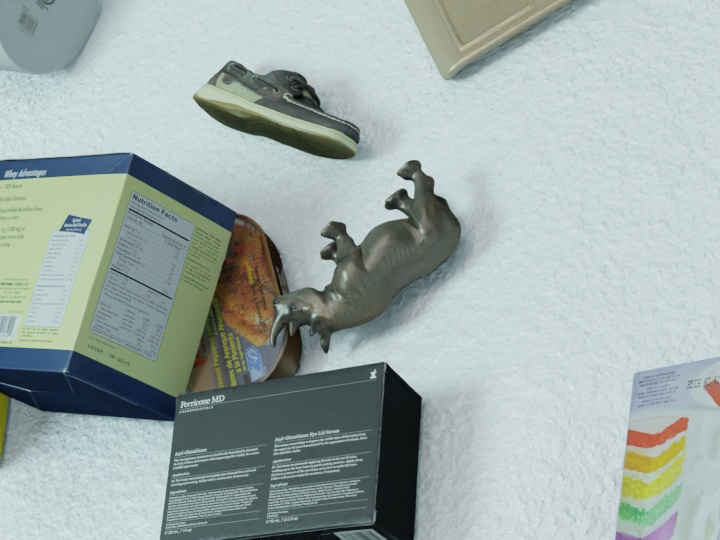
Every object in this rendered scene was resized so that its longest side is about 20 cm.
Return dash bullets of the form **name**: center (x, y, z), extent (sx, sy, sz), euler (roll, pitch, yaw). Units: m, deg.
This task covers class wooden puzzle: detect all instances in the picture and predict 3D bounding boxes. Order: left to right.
- **wooden puzzle**: center (0.131, -0.288, 1.714), extent (0.200, 0.037, 0.185), euler (-34, 51, 14)

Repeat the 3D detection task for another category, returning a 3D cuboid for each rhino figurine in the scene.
- **rhino figurine**: center (0.000, 0.000, 1.584), extent (0.200, 0.060, 0.087), euler (-39, 65, -4)

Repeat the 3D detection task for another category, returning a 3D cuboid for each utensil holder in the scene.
- **utensil holder**: center (-0.399, -0.297, 1.937), extent (0.200, 0.170, 0.170), euler (13, 69, 32)

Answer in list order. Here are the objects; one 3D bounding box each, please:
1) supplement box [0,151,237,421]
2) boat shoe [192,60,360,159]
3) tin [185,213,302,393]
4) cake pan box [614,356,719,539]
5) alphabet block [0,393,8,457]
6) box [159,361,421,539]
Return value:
- **supplement box**: center (-0.245, 0.015, 1.644), extent (0.200, 0.134, 0.200), euler (0, 68, 43)
- **boat shoe**: center (-0.074, -0.157, 1.725), extent (0.201, 0.072, 0.066), euler (20, 78, 41)
- **tin**: center (-0.116, 0.038, 1.654), extent (0.112, 0.042, 0.200), euler (-24, 52, 11)
- **cake pan box**: center (0.278, 0.148, 1.323), extent (0.200, 0.052, 0.185), euler (-13, 57, 42)
- **alphabet block**: center (-0.460, 0.081, 1.724), extent (0.200, 0.196, 0.196), euler (-13, 58, 23)
- **box**: center (-0.057, 0.165, 1.516), extent (0.200, 0.079, 0.142), euler (-10, 61, 25)
